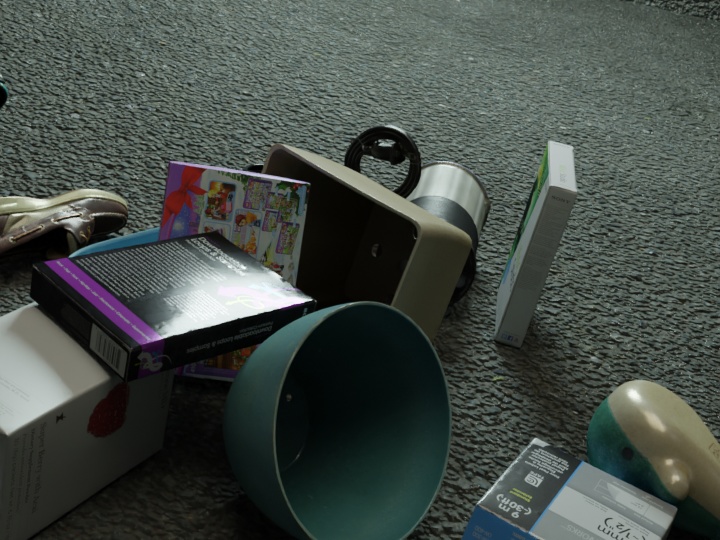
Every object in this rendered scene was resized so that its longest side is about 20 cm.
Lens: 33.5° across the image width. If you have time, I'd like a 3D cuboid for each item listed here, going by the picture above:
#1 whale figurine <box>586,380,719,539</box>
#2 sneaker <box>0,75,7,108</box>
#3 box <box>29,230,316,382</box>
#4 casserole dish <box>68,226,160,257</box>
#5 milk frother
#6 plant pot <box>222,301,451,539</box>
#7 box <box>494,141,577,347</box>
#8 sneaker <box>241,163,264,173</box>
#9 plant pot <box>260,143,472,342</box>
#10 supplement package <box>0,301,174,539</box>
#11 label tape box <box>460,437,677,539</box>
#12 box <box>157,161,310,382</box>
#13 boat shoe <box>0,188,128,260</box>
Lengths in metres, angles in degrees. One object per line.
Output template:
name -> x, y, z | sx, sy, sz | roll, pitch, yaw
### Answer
whale figurine -> 0.293, 0.200, 1.118 | 0.200, 0.104, 0.159 | 49, 21, 13
sneaker -> -0.504, -0.241, 1.584 | 0.079, 0.072, 0.201 | 13, 32, -12
box -> -0.155, 0.024, 1.012 | 0.199, 0.036, 0.143 | -15, 38, -44
casserole dish -> -0.216, 0.003, 1.224 | 0.198, 0.039, 0.121 | -14, 32, -3
milk frother -> 0.069, -0.090, 1.422 | 0.179, 0.202, 0.188 | 15, 26, 4
plant pot -> -0.038, 0.128, 1.000 | 0.199, 0.202, 0.134 | -14, 8, -43
box -> 0.200, -0.032, 1.376 | 0.036, 0.201, 0.145 | 17, 26, 0
sneaker -> -0.112, -0.055, 1.380 | 0.070, 0.100, 0.200 | 6, 29, -19
plant pot -> 0.000, 0.000, 1.247 | 0.199, 0.201, 0.176 | 31, 19, 29
supplement package -> -0.257, 0.112, 0.965 | 0.119, 0.122, 0.200 | 25, 29, 22
label tape box -> 0.165, 0.235, 1.001 | 0.142, 0.067, 0.200 | 25, 27, 21
box -> -0.130, 0.004, 1.150 | 0.136, 0.202, 0.039 | 8, 4, -12
boat shoe -> -0.328, -0.040, 1.298 | 0.199, 0.072, 0.072 | -6, 62, -53
